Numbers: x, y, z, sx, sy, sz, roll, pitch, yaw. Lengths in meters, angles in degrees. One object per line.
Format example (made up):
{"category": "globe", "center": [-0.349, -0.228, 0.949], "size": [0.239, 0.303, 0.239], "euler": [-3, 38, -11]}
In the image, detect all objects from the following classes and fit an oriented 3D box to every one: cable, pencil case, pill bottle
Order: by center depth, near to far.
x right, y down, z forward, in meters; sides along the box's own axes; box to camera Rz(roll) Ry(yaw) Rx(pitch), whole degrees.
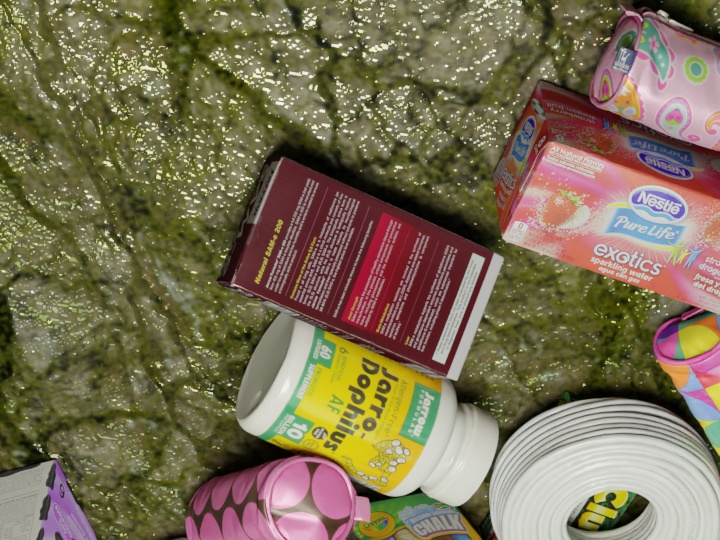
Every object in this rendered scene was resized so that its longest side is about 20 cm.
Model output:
{"category": "pencil case", "center": [0.272, -0.132, 1.478], "size": [0.199, 0.088, 0.088], "euler": [19, 121, -11]}
{"category": "pill bottle", "center": [0.008, 0.117, 1.618], "size": [0.199, 0.113, 0.113], "euler": [27, 119, -17]}
{"category": "pencil case", "center": [0.319, 0.115, 1.638], "size": [0.088, 0.089, 0.200], "euler": [-27, 120, 16]}
{"category": "pencil case", "center": [-0.072, 0.204, 1.639], "size": [0.093, 0.200, 0.092], "euler": [-2, 83, -26]}
{"category": "cable", "center": [0.209, 0.203, 1.676], "size": [0.198, 0.069, 0.201], "euler": [4, 123, -4]}

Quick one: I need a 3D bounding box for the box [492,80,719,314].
{"category": "box", "center": [0.211, -0.055, 1.517], "size": [0.199, 0.100, 0.096], "euler": [19, 121, -12]}

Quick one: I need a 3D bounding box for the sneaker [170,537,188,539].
{"category": "sneaker", "center": [-0.135, 0.317, 1.764], "size": [0.088, 0.082, 0.200], "euler": [-30, 119, 20]}

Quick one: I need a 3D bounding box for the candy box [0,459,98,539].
{"category": "candy box", "center": [-0.269, 0.293, 1.675], "size": [0.071, 0.201, 0.169], "euler": [-15, 123, 9]}

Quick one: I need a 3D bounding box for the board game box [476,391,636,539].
{"category": "board game box", "center": [0.178, 0.202, 1.730], "size": [0.104, 0.024, 0.201], "euler": [19, 121, -15]}

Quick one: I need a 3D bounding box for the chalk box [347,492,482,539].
{"category": "chalk box", "center": [0.035, 0.276, 1.696], "size": [0.123, 0.200, 0.125], "euler": [-5, 133, -38]}

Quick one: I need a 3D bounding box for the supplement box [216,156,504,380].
{"category": "supplement box", "center": [0.000, 0.000, 1.545], "size": [0.199, 0.061, 0.110], "euler": [24, 83, -16]}
